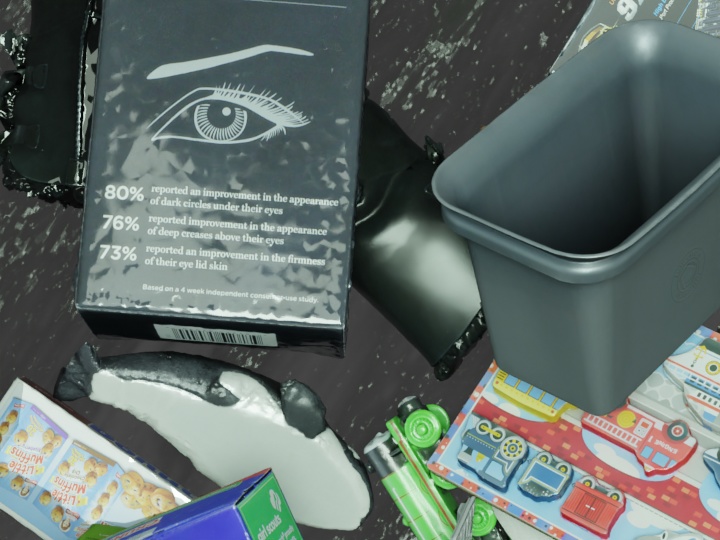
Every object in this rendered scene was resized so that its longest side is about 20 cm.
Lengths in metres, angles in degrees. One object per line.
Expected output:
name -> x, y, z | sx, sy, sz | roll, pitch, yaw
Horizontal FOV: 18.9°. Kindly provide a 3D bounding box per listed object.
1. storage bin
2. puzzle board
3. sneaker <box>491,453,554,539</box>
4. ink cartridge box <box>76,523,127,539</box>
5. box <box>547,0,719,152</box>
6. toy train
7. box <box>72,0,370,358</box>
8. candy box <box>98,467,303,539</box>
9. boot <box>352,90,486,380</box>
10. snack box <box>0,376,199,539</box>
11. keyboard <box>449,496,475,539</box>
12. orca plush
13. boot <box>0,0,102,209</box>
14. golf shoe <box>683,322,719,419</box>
storage bin -> 0.136, -0.026, 1.191 | 0.145, 0.135, 0.200 | 25, 49, 35
puzzle board -> 0.157, 0.092, 1.211 | 0.199, 0.017, 0.151 | 26, 72, 26
sneaker -> 0.160, 0.180, 1.254 | 0.075, 0.088, 0.201 | -38, 79, 42
ink cartridge box -> -0.074, 0.236, 1.244 | 0.198, 0.076, 0.149 | 5, 100, 9
box -> 0.227, -0.157, 1.281 | 0.158, 0.046, 0.201 | 31, 90, 4
toy train -> 0.068, 0.168, 1.281 | 0.056, 0.042, 0.201 | -33, 86, 12
box -> -0.071, -0.062, 1.182 | 0.146, 0.104, 0.202 | 5, 80, 1
candy box -> -0.089, 0.233, 1.167 | 0.168, 0.077, 0.201 | -23, 96, 15
boot -> 0.000, 0.000, 1.271 | 0.162, 0.073, 0.199 | 38, 88, 1
snack box -> -0.143, 0.149, 1.300 | 0.199, 0.024, 0.072 | 34, 92, 4
keyboard -> 0.050, 0.229, 1.232 | 0.011, 0.056, 0.202 | 7, 112, 7
orca plush -> -0.084, 0.089, 1.283 | 0.198, 0.071, 0.106 | 14, 115, -6
boot -> -0.124, -0.115, 1.287 | 0.196, 0.073, 0.164 | 6, 86, 11
golf shoe -> 0.237, 0.037, 1.268 | 0.199, 0.078, 0.095 | -27, 69, 0
